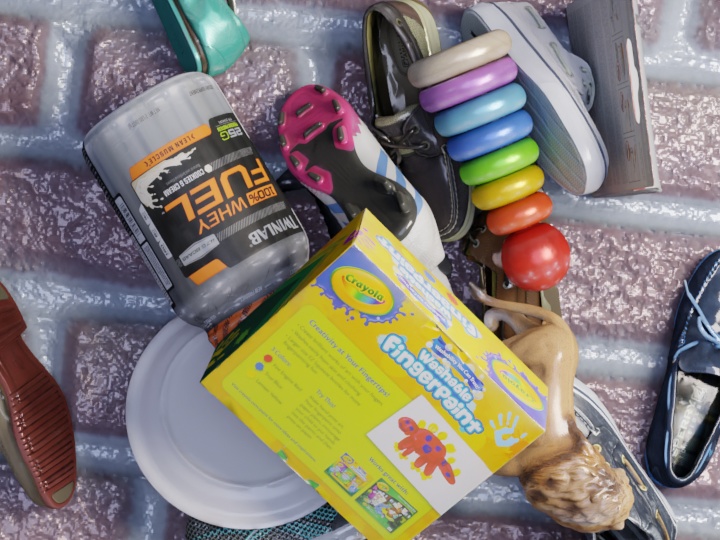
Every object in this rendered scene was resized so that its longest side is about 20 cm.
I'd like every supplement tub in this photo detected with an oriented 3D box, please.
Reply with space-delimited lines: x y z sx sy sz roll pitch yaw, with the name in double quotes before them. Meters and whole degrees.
"supplement tub" -0.121 -0.044 1.454 0.122 0.123 0.201 -32 87 -1

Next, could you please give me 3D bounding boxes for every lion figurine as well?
"lion figurine" 0.141 0.103 1.420 0.122 0.072 0.201 -8 93 39

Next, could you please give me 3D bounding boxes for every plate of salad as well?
"plate of salad" -0.088 0.114 1.491 0.199 0.048 0.201 0 65 -1

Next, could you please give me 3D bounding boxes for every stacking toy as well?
"stacking toy" 0.109 -0.080 1.431 0.085 0.085 0.201 -22 96 -2

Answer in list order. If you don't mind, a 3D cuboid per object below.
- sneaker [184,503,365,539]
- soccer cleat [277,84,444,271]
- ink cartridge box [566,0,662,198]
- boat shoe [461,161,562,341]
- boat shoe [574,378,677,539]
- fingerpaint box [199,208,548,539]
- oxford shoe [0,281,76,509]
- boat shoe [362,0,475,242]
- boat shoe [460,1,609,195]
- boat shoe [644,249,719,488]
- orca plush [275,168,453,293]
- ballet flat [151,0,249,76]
"sneaker" -0.053 0.195 1.495 0.199 0.078 0.092 -26 84 -5
"soccer cleat" -0.001 -0.067 1.463 0.070 0.086 0.200 -39 49 5
"ink cartridge box" 0.210 -0.140 1.431 0.057 0.200 0.164 -8 91 -10
"boat shoe" 0.116 -0.021 1.495 0.068 0.072 0.201 -10 91 -3
"boat shoe" 0.184 0.163 1.474 0.071 0.091 0.200 -39 99 18
"fingerpaint box" 0.012 0.084 1.371 0.200 0.073 0.167 43 112 -12
"oxford shoe" -0.291 0.103 1.497 0.074 0.070 0.201 -20 93 25
"boat shoe" 0.038 -0.119 1.484 0.073 0.065 0.201 -20 83 37
"boat shoe" 0.153 -0.147 1.458 0.066 0.074 0.201 -19 59 -19
"boat shoe" 0.289 0.083 1.504 0.084 0.069 0.201 10 90 -2
"orca plush" 0.000 0.000 1.494 0.200 0.105 0.071 40 129 7
"ballet flat" -0.151 -0.251 1.494 0.070 0.067 0.201 -30 92 -25
